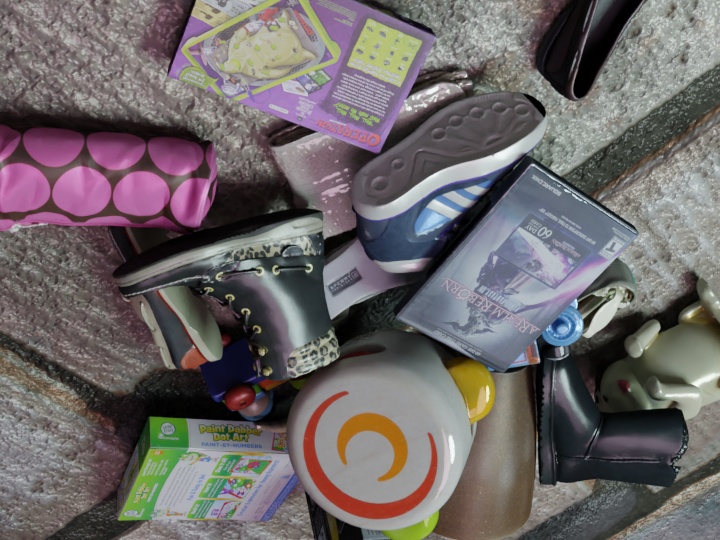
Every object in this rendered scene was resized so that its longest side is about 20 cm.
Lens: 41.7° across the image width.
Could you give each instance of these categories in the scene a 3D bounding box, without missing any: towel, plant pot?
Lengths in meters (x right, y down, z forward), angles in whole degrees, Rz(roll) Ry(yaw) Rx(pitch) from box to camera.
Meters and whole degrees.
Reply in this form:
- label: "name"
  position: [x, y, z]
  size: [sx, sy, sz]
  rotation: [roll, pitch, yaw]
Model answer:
- label: "towel"
  position: [0.024, -0.108, 0.911]
  size: [0.199, 0.035, 0.133]
  rotation: [-21, 133, 2]
- label: "plant pot"
  position: [0.135, 0.181, 1.121]
  size: [0.186, 0.187, 0.201]
  rotation: [1, 118, -18]

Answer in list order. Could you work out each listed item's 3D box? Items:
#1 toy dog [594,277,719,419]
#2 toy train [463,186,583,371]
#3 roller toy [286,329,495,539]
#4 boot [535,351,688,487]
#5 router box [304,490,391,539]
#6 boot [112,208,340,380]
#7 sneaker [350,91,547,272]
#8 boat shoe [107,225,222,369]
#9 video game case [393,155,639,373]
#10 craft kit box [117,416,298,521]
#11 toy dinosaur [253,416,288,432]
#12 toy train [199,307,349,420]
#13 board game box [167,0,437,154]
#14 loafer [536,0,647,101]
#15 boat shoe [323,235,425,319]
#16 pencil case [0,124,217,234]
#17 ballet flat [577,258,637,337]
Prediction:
- label: "toy dog"
  position: [0.385, 0.127, 1.183]
  size: [0.199, 0.140, 0.194]
  rotation: [-33, 158, 14]
- label: "toy train"
  position: [0.162, 0.005, 0.978]
  size: [0.114, 0.087, 0.201]
  rotation: [-12, 107, 10]
- label: "roller toy"
  position: [0.027, 0.157, 0.980]
  size: [0.182, 0.140, 0.201]
  rotation: [26, 109, 8]
- label: "boot"
  position: [0.288, 0.164, 1.089]
  size: [0.167, 0.077, 0.201]
  rotation: [-3, 116, 7]
- label: "router box"
  position: [-0.014, 0.283, 1.133]
  size: [0.052, 0.201, 0.158]
  rotation: [3, 131, -19]
- label: "boot"
  position: [-0.114, 0.036, 0.878]
  size: [0.203, 0.073, 0.155]
  rotation: [-18, 106, -23]
- label: "sneaker"
  position: [0.087, -0.072, 0.897]
  size: [0.199, 0.081, 0.147]
  rotation: [-29, 146, -5]
- label: "boat shoe"
  position: [-0.203, 0.025, 0.936]
  size: [0.062, 0.071, 0.201]
  rotation: [-13, 131, 12]
- label: "video game case"
  position: [0.146, 0.002, 0.899]
  size: [0.142, 0.019, 0.200]
  rotation: [28, 116, -25]
- label: "craft kit box"
  position: [-0.175, 0.242, 1.127]
  size: [0.196, 0.049, 0.200]
  rotation: [5, 142, -24]
- label: "toy dinosaur"
  position: [-0.017, 0.167, 1.091]
  size: [0.199, 0.088, 0.047]
  rotation: [-27, 176, -17]
- label: "toy train"
  position: [-0.067, 0.094, 1.043]
  size: [0.199, 0.085, 0.116]
  rotation: [-26, 150, -3]
- label: "board game box"
  position: [-0.049, -0.185, 0.800]
  size: [0.199, 0.032, 0.120]
  rotation: [18, 114, -20]
- label: "loafer"
  position: [0.228, -0.241, 0.834]
  size: [0.071, 0.063, 0.201]
  rotation: [9, 127, -25]
- label: "boat shoe"
  position: [0.000, 0.000, 0.976]
  size: [0.199, 0.066, 0.072]
  rotation: [-33, 103, -3]
- label: "pencil case"
  position: [-0.226, -0.075, 0.828]
  size: [0.199, 0.091, 0.094]
  rotation: [1, 95, -16]
- label: "ballet flat"
  position: [0.239, 0.065, 1.111]
  size: [0.200, 0.064, 0.067]
  rotation: [-42, 129, 21]
